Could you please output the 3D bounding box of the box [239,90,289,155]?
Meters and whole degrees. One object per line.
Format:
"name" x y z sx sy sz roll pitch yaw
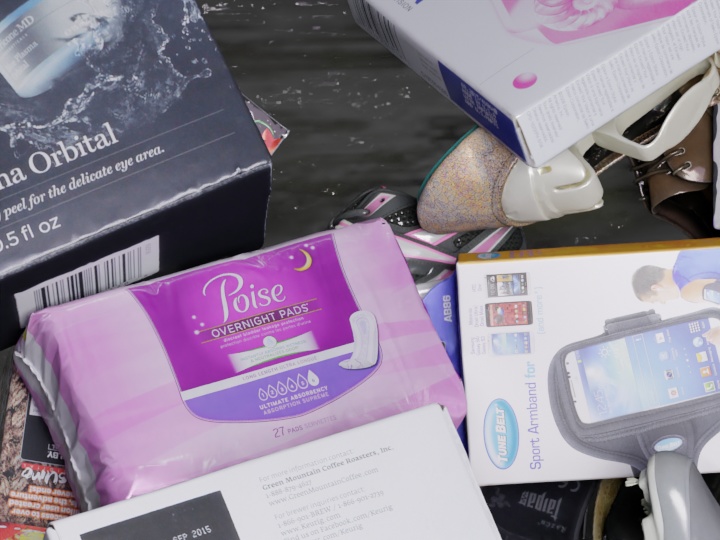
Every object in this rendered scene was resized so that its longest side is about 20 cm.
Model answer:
"box" -0.157 -0.081 1.290 0.200 0.040 0.137 38 80 -8

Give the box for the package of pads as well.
"package of pads" -0.060 0.056 1.183 0.199 0.076 0.121 -16 69 -23

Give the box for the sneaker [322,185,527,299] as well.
"sneaker" 0.000 0.000 1.313 0.198 0.080 0.087 -11 78 -21

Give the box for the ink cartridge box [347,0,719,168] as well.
"ink cartridge box" 0.118 -0.157 1.282 0.199 0.196 0.043 -33 128 -11

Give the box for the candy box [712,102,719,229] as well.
"candy box" 0.279 -0.111 1.331 0.167 0.071 0.202 11 71 -29

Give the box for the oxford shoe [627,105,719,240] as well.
"oxford shoe" 0.175 -0.078 1.335 0.200 0.073 0.084 48 47 -4

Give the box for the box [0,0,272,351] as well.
"box" -0.172 -0.080 1.183 0.195 0.118 0.201 -23 75 -12

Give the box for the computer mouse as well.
"computer mouse" 0.060 0.134 1.317 0.139 0.046 0.202 13 67 -1

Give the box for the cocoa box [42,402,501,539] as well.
"cocoa box" -0.041 0.167 1.110 0.199 0.131 0.134 -16 69 -22

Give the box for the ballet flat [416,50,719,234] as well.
"ballet flat" 0.121 -0.072 1.267 0.199 0.068 0.067 -37 50 -4

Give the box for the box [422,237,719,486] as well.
"box" 0.129 0.047 1.253 0.198 0.041 0.120 -4 97 3

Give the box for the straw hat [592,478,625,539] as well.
"straw hat" 0.179 0.197 1.322 0.200 0.085 0.202 20 51 -26

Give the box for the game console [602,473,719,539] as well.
"game console" 0.234 0.146 1.326 0.175 0.117 0.200 19 43 13

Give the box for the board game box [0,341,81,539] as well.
"board game box" -0.115 0.146 1.228 0.158 0.097 0.202 10 65 -11

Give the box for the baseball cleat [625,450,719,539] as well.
"baseball cleat" 0.206 0.170 1.190 0.106 0.070 0.201 -15 112 19
